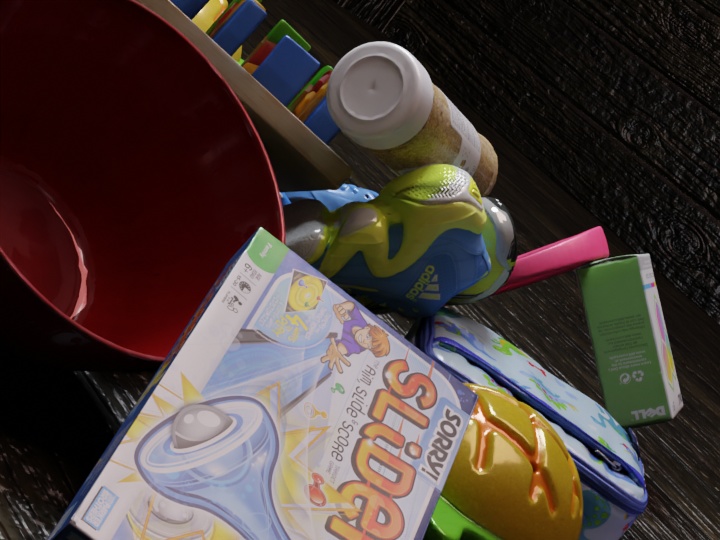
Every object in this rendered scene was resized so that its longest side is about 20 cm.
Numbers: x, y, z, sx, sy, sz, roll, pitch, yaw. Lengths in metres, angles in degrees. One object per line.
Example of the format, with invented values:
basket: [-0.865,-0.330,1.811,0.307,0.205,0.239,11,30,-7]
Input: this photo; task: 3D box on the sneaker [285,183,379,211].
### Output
sneaker: [-0.020,-0.056,1.385,0.200,0.078,0.066,37,13,4]

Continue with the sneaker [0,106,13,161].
sneaker: [-0.186,-0.061,0.881,0.078,0.091,0.200,41,12,15]

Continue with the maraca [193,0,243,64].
maraca: [-0.165,-0.226,1.501,0.200,0.107,0.137,30,12,-34]

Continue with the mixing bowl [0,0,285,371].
mixing bowl: [-0.144,-0.029,0.750,0.200,0.108,0.200,30,45,-36]

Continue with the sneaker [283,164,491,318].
sneaker: [0.000,0.000,1.083,0.105,0.200,0.076,64,26,-27]

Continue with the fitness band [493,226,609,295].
fitness band: [0.134,0.001,1.409,0.143,0.200,0.038,-9,83,-41]

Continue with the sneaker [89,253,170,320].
sneaker: [-0.106,0.006,0.914,0.081,0.074,0.200,38,10,19]

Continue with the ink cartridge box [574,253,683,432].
ink cartridge box: [0.246,0.087,1.377,0.104,0.059,0.200,-3,81,-74]

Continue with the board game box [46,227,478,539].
board game box: [-0.034,0.086,0.665,0.135,0.034,0.200,38,40,-9]

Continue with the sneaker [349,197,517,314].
sneaker: [0.036,0.000,1.157,0.076,0.200,0.076,-11,81,-43]

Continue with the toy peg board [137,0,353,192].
toy peg board: [-0.082,-0.160,1.143,0.200,0.098,0.199,42,-9,-13]

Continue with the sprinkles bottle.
sprinkles bottle: [0.041,-0.097,1.097,0.068,0.068,0.200,42,4,24]

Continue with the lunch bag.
lunch bag: [0.108,0.115,1.096,0.200,0.083,0.161,36,14,-2]

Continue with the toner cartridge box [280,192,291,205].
toner cartridge box: [-0.109,-0.069,1.254,0.095,0.043,0.200,28,15,-33]

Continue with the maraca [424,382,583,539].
maraca: [0.051,0.116,0.847,0.137,0.107,0.200,43,13,35]
